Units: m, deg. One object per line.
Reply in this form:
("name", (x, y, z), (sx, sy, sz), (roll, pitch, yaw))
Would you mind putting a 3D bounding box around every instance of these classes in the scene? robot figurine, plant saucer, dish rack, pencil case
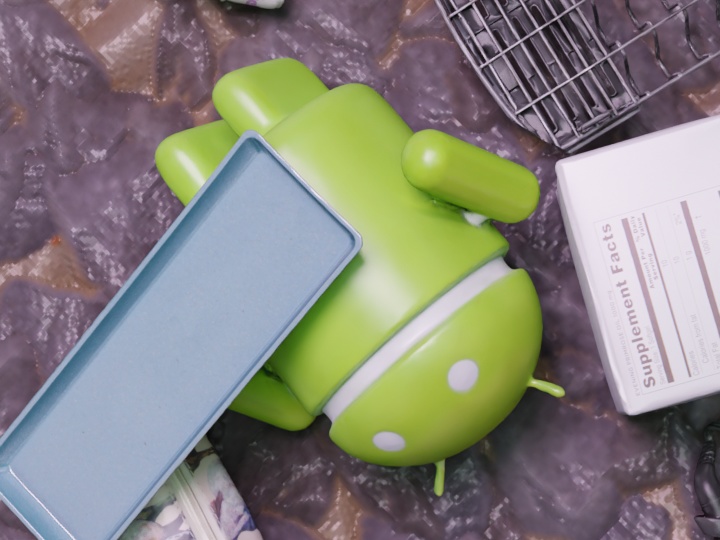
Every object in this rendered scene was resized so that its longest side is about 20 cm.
("robot figurine", (0.000, 0.000, 0.875), (0.175, 0.116, 0.200), (-43, 83, 25))
("plant saucer", (-0.081, 0.037, 0.834), (0.070, 0.019, 0.200), (44, 108, 12))
("dish rack", (0.131, -0.154, 0.906), (0.199, 0.055, 0.154), (-31, 83, 5))
("pencil case", (-0.081, 0.124, 0.891), (0.089, 0.077, 0.201), (-35, 81, 47))

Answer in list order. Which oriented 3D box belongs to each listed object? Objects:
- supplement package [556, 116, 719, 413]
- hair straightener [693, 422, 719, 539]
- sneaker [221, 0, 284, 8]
("supplement package", (0.193, -0.016, 0.854), (0.198, 0.114, 0.111), (-16, 84, 5))
("hair straightener", (0.215, 0.154, 0.892), (0.077, 0.041, 0.201), (-28, 80, 3))
("sneaker", (-0.033, -0.218, 0.925), (0.099, 0.075, 0.201), (25, 89, -13))
